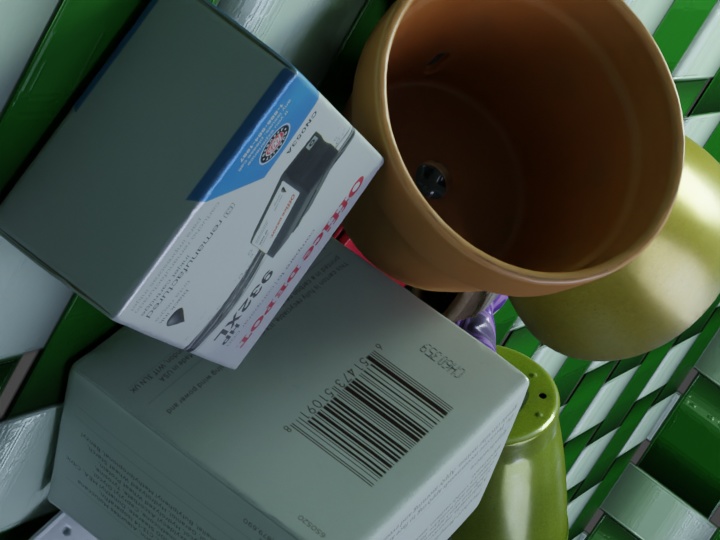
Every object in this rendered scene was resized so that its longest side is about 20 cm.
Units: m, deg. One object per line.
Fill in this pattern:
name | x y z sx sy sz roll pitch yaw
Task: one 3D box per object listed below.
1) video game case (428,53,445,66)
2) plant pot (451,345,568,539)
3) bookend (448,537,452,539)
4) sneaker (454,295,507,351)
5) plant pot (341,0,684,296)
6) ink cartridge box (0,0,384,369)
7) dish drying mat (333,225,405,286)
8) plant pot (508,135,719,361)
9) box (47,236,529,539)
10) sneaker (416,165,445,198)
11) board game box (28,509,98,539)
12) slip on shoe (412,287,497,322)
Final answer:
video game case | 0.101 -0.224 1.301 0.181 0.025 0.200 -49 164 -18
plant pot | 0.100 0.176 1.877 0.200 0.200 0.194 -39 148 -41
bookend | -0.018 0.267 1.710 0.199 0.092 0.200 -49 -178 -1
sneaker | 0.085 0.068 1.726 0.081 0.083 0.200 -57 180 37
plant pot | 0.071 -0.071 1.246 0.200 0.200 0.140 -45 -174 -29
ink cartridge box | -0.078 -0.040 1.061 0.145 0.084 0.200 -54 164 0
dish drying mat | 0.000 0.000 1.495 0.077 0.018 0.200 -53 165 -5
plant pot | 0.173 -0.050 1.630 0.200 0.200 0.142 -53 138 -4
box | -0.043 0.100 1.245 0.199 0.200 0.131 -40 158 -41
sneaker | 0.070 -0.095 1.440 0.201 0.075 0.079 -62 -173 18
board game box | -0.143 0.230 1.311 0.026 0.201 0.200 -3 -147 50
slip on shoe | 0.074 -0.016 1.591 0.060 0.076 0.200 -35 164 -19
